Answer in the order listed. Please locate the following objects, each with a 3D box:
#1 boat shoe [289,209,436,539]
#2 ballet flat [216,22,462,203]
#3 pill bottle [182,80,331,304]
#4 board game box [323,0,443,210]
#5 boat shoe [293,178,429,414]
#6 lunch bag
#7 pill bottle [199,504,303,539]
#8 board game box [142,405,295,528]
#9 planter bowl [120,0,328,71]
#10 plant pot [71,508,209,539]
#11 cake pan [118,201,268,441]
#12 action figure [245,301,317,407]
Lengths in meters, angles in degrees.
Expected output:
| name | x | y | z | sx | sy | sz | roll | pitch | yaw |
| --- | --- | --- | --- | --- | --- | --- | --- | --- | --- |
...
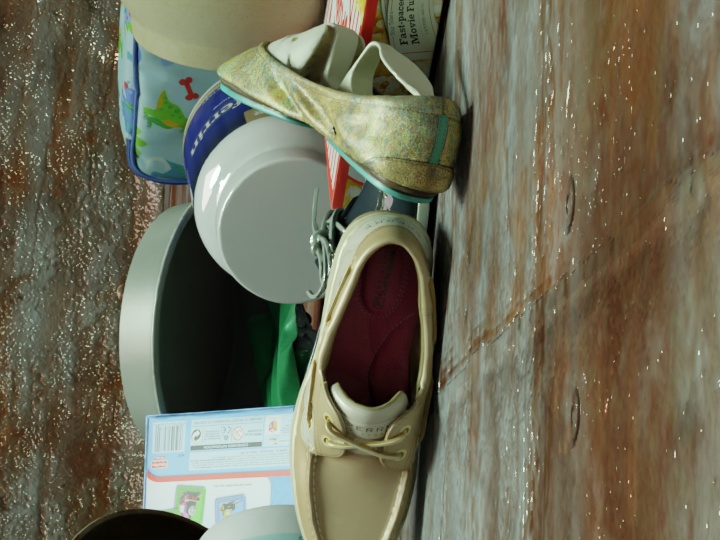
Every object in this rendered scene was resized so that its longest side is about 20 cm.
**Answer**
| name | x | y | z | sx | sy | sz | roll | pitch | yaw |
| --- | --- | --- | --- | --- | --- | --- | --- | --- | --- |
| boat shoe | 0.001 | 0.069 | 1.505 | 0.069 | 0.073 | 0.201 | -104 | 19 | -83 |
| ballet flat | -0.008 | -0.098 | 1.514 | 0.200 | 0.071 | 0.071 | 34 | 124 | 51 |
| pill bottle | -0.052 | -0.054 | 1.791 | 0.200 | 0.115 | 0.116 | -112 | 27 | -70 |
| board game box | 0.013 | -0.157 | 1.615 | 0.152 | 0.046 | 0.200 | -96 | 13 | -52 |
| boat shoe | 0.000 | 0.000 | 1.585 | 0.075 | 0.062 | 0.201 | -93 | 11 | -60 |
| lunch bag | -0.085 | -0.155 | 1.922 | 0.083 | 0.160 | 0.200 | -104 | 16 | -49 |
| pill bottle | -0.042 | 0.243 | 1.604 | 0.111 | 0.110 | 0.200 | 104 | 167 | -53 |
| board game box | -0.073 | 0.188 | 1.773 | 0.037 | 0.151 | 0.201 | 18 | -109 | -53 |
| planter bowl | -0.080 | -0.205 | 1.756 | 0.200 | 0.200 | 0.135 | -103 | 18 | -64 |
| plant pot | -0.167 | 0.272 | 1.706 | 0.200 | 0.187 | 0.187 | -37 | 42 | 38 |
| cake pan | -0.110 | 0.041 | 1.930 | 0.200 | 0.037 | 0.201 | 3 | -90 | -67 |
| action figure | -0.039 | 0.083 | 1.858 | 0.200 | 0.055 | 0.118 | -98 | 15 | -47 |
